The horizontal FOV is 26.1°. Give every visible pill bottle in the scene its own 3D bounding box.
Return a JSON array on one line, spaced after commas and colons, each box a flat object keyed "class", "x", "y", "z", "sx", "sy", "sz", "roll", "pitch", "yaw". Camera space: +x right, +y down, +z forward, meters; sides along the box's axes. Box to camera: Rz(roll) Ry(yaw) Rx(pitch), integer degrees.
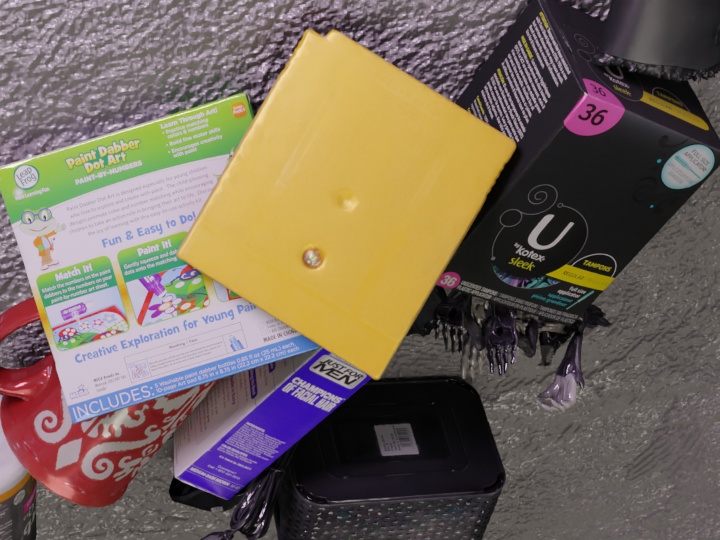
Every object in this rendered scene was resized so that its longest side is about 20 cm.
[{"class": "pill bottle", "x": -0.342, "y": 0.208, "z": 1.360, "sx": 0.115, "sy": 0.117, "sz": 0.201, "roll": -3, "pitch": 136, "yaw": -15}]

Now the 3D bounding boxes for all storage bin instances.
[{"class": "storage bin", "x": 0.019, "y": 0.183, "z": 1.432, "sx": 0.198, "sy": 0.136, "sz": 0.094, "roll": -2, "pitch": 136, "yaw": -16}]

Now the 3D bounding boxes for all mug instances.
[{"class": "mug", "x": -0.195, "y": 0.078, "z": 1.254, "sx": 0.200, "sy": 0.134, "sz": 0.177, "roll": -44, "pitch": 152, "yaw": 21}]

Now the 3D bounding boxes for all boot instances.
[{"class": "boot", "x": 0.195, "y": -0.220, "z": 1.089, "sx": 0.196, "sy": 0.073, "sz": 0.164, "roll": -2, "pitch": 116, "yaw": -24}]

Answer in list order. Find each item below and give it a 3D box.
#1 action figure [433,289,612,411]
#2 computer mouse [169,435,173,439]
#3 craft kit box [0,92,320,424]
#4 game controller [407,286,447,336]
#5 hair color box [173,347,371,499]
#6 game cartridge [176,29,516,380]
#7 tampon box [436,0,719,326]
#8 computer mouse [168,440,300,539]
[{"class": "action figure", "x": 0.137, "y": 0.059, "z": 1.332, "sx": 0.199, "sy": 0.118, "sz": 0.103, "roll": 7, "pitch": 97, "yaw": -58}, {"class": "computer mouse", "x": -0.118, "y": 0.109, "z": 1.397, "sx": 0.198, "sy": 0.034, "sz": 0.059, "roll": -19, "pitch": 127, "yaw": 12}, {"class": "craft kit box", "x": -0.150, "y": -0.010, "z": 1.162, "sx": 0.198, "sy": 0.049, "sz": 0.200, "roll": -16, "pitch": 98, "yaw": 0}, {"class": "game controller", "x": 0.000, "y": 0.000, "z": 1.318, "sx": 0.103, "sy": 0.042, "sz": 0.200, "roll": -14, "pitch": 139, "yaw": 19}, {"class": "hair color box", "x": -0.074, "y": 0.087, "z": 1.282, "sx": 0.064, "sy": 0.110, "sz": 0.200, "roll": 27, "pitch": 126, "yaw": -31}, {"class": "game cartridge", "x": -0.010, "y": -0.051, "z": 1.126, "sx": 0.175, "sy": 0.032, "sz": 0.201, "roll": 31, "pitch": 91, "yaw": -2}, {"class": "tampon box", "x": 0.153, "y": -0.081, "z": 1.208, "sx": 0.149, "sy": 0.127, "sz": 0.200, "roll": 16, "pitch": 128, "yaw": -30}, {"class": "computer mouse", "x": -0.114, "y": 0.202, "z": 1.368, "sx": 0.046, "sy": 0.141, "sz": 0.199, "roll": 39, "pitch": 144, "yaw": -21}]
